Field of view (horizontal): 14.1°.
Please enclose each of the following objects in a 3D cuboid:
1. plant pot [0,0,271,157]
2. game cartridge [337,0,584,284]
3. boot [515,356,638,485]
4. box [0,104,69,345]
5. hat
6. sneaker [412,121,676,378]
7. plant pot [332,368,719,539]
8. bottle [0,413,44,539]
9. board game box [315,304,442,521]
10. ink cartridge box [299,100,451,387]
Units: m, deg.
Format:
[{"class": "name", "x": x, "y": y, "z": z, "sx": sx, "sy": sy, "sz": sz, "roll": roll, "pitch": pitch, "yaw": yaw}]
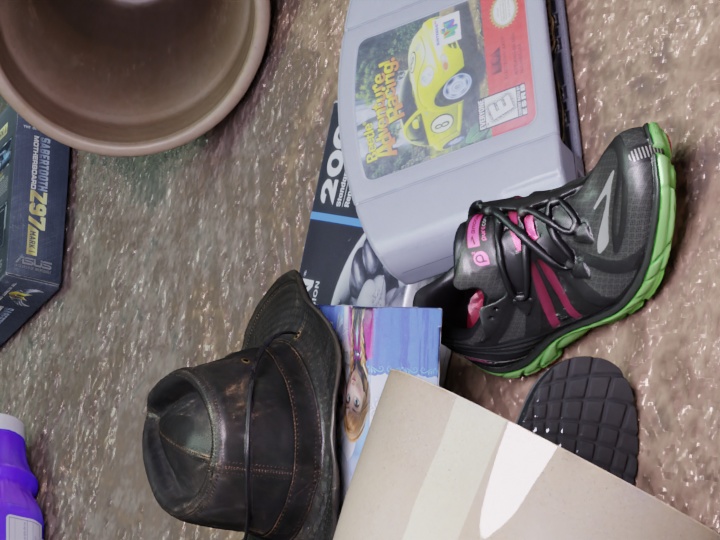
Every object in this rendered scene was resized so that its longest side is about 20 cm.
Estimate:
[{"class": "plant pot", "x": -0.160, "y": -0.202, "z": 1.989, "sx": 0.175, "sy": 0.200, "sz": 0.201, "roll": -94, "pitch": 28, "yaw": -65}, {"class": "game cartridge", "x": 0.052, "y": -0.095, "z": 1.597, "sx": 0.133, "sy": 0.041, "sz": 0.201, "roll": -22, "pitch": 54, "yaw": 26}, {"class": "boot", "x": 0.071, "y": 0.141, "z": 1.478, "sx": 0.132, "sy": 0.070, "sz": 0.201, "roll": -8, "pitch": 66, "yaw": 67}, {"class": "box", "x": -0.287, "y": -0.024, "z": 2.273, "sx": 0.200, "sy": 0.051, "sz": 0.158, "roll": -39, "pitch": 44, "yaw": 51}, {"class": "hat", "x": -0.072, "y": 0.092, "z": 1.559, "sx": 0.201, "sy": 0.081, "sz": 0.201, "roll": -178, "pitch": 90, "yaw": -72}, {"class": "sneaker", "x": 0.093, "y": -0.007, "z": 1.483, "sx": 0.200, "sy": 0.084, "sz": 0.077, "roll": -47, "pitch": 39, "yaw": 44}, {"class": "plant pot", "x": 0.050, "y": 0.176, "z": 1.314, "sx": 0.200, "sy": 0.187, "sz": 0.187, "roll": -62, "pitch": 26, "yaw": -4}, {"class": "bottle", "x": -0.264, "y": 0.200, "z": 2.099, "sx": 0.084, "sy": 0.065, "sz": 0.201, "roll": -45, "pitch": 39, "yaw": 44}, {"class": "board game box", "x": -0.011, "y": 0.118, "z": 1.571, "sx": 0.200, "sy": 0.043, "sz": 0.200, "roll": 178, "pitch": 93, "yaw": -71}, {"class": "ink cartridge box", "x": 0.000, "y": 0.000, "z": 1.709, "sx": 0.200, "sy": 0.043, "sz": 0.199, "roll": 10, "pitch": 87, "yaw": 64}]
